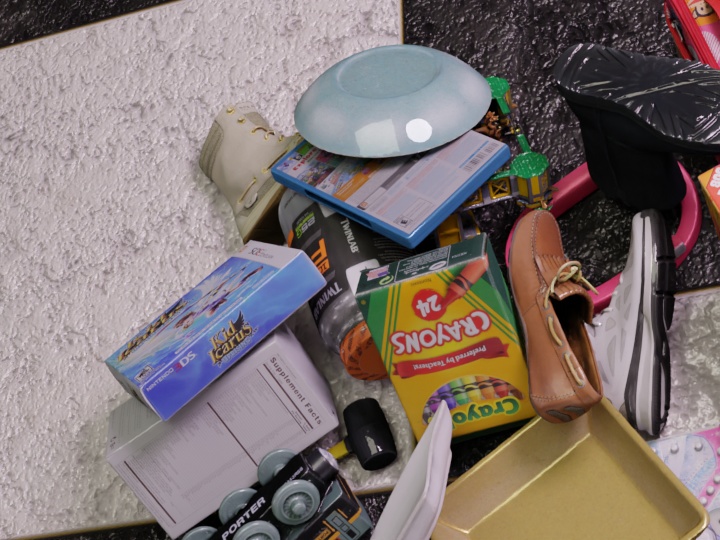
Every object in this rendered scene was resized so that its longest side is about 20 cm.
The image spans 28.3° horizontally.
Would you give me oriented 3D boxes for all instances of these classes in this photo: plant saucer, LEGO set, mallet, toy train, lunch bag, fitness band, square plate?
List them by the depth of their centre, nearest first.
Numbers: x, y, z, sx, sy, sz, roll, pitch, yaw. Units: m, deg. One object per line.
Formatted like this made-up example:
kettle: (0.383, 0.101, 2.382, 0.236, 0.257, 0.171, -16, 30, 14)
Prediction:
plant saucer: (0.175, 0.221, 1.219, 0.199, 0.049, 0.200, -38, 40, 0)
square plate: (0.031, 0.233, 1.228, 0.028, 0.200, 0.200, 25, 109, 0)
lunch bag: (0.348, -0.178, 1.314, 0.081, 0.176, 0.202, -22, 57, 8)
toy train: (-0.082, 0.256, 1.332, 0.200, 0.114, 0.085, -44, 29, 2)
fitness band: (0.235, -0.035, 1.382, 0.199, 0.037, 0.144, -35, 54, 4)
mallet: (-0.059, 0.188, 1.404, 0.198, 0.041, 0.066, -23, 60, 17)
plant saucer: (0.029, -0.180, 1.408, 0.198, 0.039, 0.202, -6, 36, 4)
LEGO set: (0.115, -0.090, 1.433, 0.152, 0.117, 0.201, -21, 43, -7)

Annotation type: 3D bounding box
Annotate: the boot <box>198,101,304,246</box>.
boot: (-0.087, -0.139, 1.537, 0.200, 0.072, 0.155, -49, 52, 19)

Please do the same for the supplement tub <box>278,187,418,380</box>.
supplement tub: (0.000, 0.000, 1.415, 0.122, 0.123, 0.201, -28, 57, 9)

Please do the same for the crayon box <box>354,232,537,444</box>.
crayon box: (0.090, 0.079, 1.299, 0.126, 0.201, 0.051, -17, 24, 17)

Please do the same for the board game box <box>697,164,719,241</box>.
board game box: (0.426, -0.005, 1.180, 0.198, 0.200, 0.201, -29, 58, 8)

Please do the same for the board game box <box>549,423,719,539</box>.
board game box: (0.270, 0.239, 1.235, 0.198, 0.026, 0.202, -16, 60, 17)

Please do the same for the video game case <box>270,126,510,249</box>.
video game case: (0.026, -0.103, 1.374, 0.143, 0.018, 0.199, -43, 46, -22)

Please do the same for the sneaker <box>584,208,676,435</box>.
sneaker: (0.223, 0.044, 1.297, 0.114, 0.075, 0.203, 3, 89, 26)

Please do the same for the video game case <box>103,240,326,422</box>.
video game case: (-0.145, 0.052, 1.380, 0.200, 0.046, 0.181, -40, 15, -13)

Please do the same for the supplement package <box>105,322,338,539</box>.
supplement package: (-0.135, 0.144, 1.390, 0.199, 0.114, 0.110, -34, 20, 4)

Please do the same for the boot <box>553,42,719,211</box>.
boot: (0.275, -0.115, 1.280, 0.199, 0.168, 0.077, 24, 71, 36)

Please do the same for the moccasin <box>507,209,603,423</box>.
moccasin: (0.177, 0.032, 1.262, 0.077, 0.073, 0.203, -29, 45, 33)
